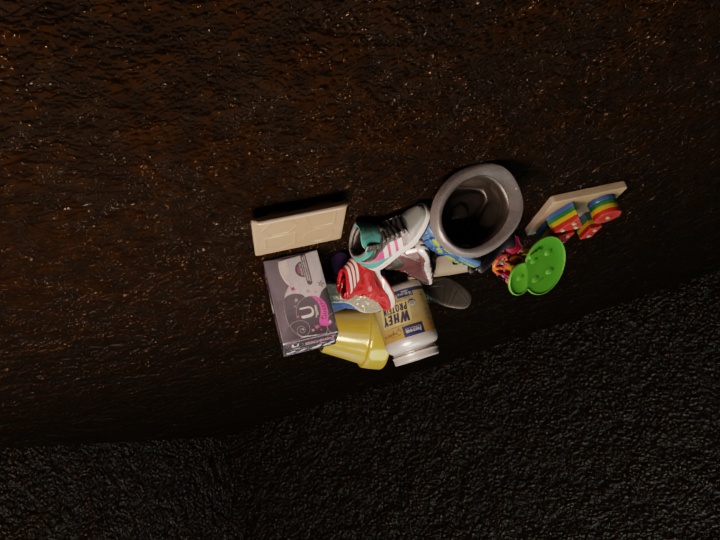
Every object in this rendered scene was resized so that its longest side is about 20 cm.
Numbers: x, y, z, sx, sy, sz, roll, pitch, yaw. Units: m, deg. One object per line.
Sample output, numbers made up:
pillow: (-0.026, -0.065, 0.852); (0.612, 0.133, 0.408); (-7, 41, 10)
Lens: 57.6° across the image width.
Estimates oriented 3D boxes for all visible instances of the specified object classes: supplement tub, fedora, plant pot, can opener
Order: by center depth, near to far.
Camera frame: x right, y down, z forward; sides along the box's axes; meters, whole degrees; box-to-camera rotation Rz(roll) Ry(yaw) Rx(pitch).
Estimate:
fedora: (0.219, -0.122, 1.326); (0.200, 0.177, 0.090); (-38, -161, -9)
can opener: (0.311, -0.050, 1.571); (0.063, 0.079, 0.200); (-10, -153, 49)
supplement tub: (0.119, 0.139, 1.725); (0.143, 0.201, 0.144); (-17, 169, -3)
plant pot: (-0.021, 0.186, 1.950); (0.187, 0.202, 0.201); (7, 157, -13)

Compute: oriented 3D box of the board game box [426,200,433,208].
board game box: (0.164, -0.104, 1.473); (0.135, 0.035, 0.200); (2, 155, -43)

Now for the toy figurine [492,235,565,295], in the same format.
toy figurine: (0.384, -0.026, 1.669); (0.199, 0.151, 0.184); (-27, -150, -26)

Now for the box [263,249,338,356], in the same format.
box: (-0.134, 0.073, 1.479); (0.131, 0.201, 0.115); (-13, 163, -10)

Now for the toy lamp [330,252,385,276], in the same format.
toy lamp: (0.000, 0.000, 1.610); (0.058, 0.059, 0.200); (-25, 158, 26)

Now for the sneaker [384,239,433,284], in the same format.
sneaker: (0.106, -0.018, 1.528); (0.115, 0.076, 0.200); (-11, 152, 5)

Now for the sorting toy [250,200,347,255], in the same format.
sorting toy: (-0.123, -0.087, 1.296); (0.184, 0.037, 0.200); (-12, 166, -10)

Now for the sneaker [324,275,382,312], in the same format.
sneaker: (-0.042, 0.058, 1.643); (0.199, 0.077, 0.111); (6, -174, -20)

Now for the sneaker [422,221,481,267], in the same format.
sneaker: (0.204, -0.072, 1.444); (0.070, 0.083, 0.199); (4, 164, 45)

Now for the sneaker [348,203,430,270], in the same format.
sneaker: (0.046, -0.081, 1.381); (0.120, 0.084, 0.200); (15, 131, -45)

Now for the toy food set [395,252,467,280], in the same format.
toy food set: (0.201, -0.017, 1.697); (0.143, 0.061, 0.200); (-6, 177, -28)

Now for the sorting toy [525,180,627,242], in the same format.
sorting toy: (0.546, -0.132, 1.649); (0.199, 0.070, 0.199); (-12, 161, -9)

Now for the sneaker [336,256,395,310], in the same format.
sneaker: (0.004, 0.044, 1.540); (0.115, 0.078, 0.201); (-40, 128, -15)

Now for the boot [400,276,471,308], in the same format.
boot: (0.223, 0.062, 1.851); (0.202, 0.074, 0.154); (18, 175, 18)

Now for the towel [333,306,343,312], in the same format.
towel: (-0.028, 0.065, 1.787); (0.199, 0.049, 0.112); (-22, 165, 16)
